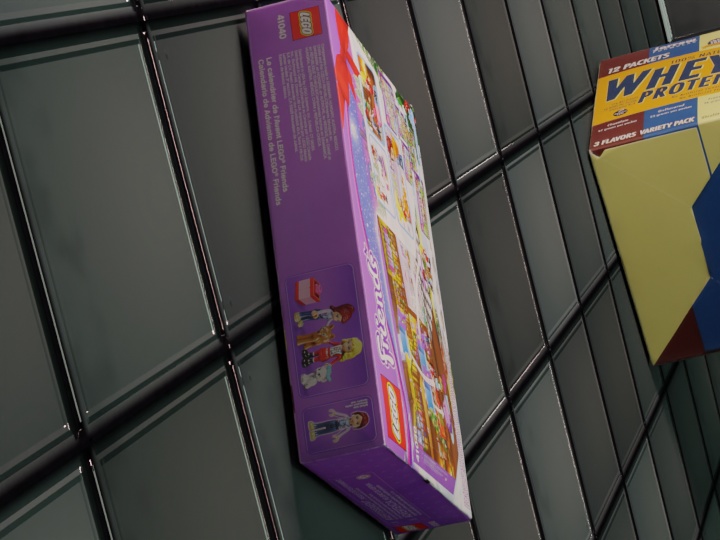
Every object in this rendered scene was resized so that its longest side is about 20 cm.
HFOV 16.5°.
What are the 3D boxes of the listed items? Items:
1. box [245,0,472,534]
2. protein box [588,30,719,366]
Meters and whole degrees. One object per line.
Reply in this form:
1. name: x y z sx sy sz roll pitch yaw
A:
1. box: 0.000 0.000 1.058 0.137 0.039 0.201 47 33 -65
2. protein box: 0.281 -0.065 2.036 0.200 0.134 0.199 -73 147 -64
